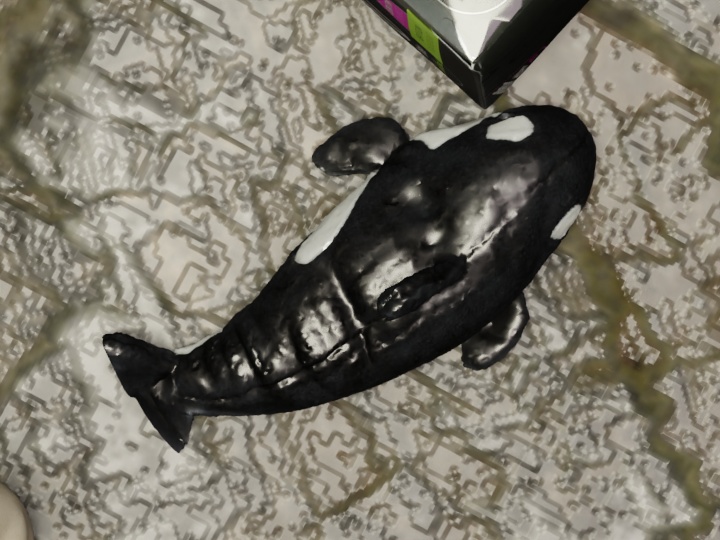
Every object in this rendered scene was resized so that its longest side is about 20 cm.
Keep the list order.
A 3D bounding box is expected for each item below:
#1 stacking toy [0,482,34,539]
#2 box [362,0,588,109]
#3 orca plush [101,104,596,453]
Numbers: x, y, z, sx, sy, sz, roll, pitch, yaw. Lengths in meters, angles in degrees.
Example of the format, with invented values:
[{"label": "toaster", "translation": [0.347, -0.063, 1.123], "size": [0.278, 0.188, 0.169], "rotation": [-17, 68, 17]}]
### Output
[{"label": "stacking toy", "translation": [-0.232, 0.119, 1.027], "size": [0.200, 0.146, 0.146], "rotation": [19, 93, 12]}, {"label": "box", "translation": [0.065, -0.174, 0.985], "size": [0.124, 0.149, 0.200], "rotation": [43, 91, 5]}, {"label": "orca plush", "translation": [0.000, 0.000, 1.039], "size": [0.200, 0.071, 0.105], "rotation": [-17, 94, 0]}]
